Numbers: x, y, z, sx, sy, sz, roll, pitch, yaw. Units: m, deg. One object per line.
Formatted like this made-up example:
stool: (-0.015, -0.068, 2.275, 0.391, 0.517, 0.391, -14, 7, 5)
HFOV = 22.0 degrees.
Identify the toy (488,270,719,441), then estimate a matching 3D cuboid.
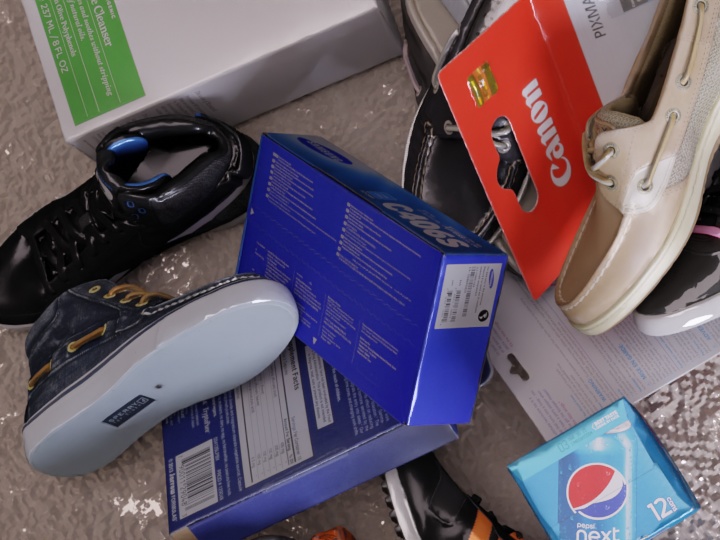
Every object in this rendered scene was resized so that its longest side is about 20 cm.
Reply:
toy: (0.167, 0.017, 1.030, 0.199, 0.047, 0.115, -32, 51, -3)

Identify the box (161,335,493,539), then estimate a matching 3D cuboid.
box: (-0.018, 0.074, 1.036, 0.199, 0.032, 0.121, -27, 36, 12)

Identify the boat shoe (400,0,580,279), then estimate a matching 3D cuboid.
boat shoe: (0.074, -0.081, 1.064, 0.067, 0.057, 0.201, -17, 73, -11)

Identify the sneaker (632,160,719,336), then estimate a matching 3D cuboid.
sneaker: (0.200, -0.057, 0.966, 0.200, 0.071, 0.099, -41, 116, -15)

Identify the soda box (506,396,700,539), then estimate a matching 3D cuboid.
soda box: (0.129, 0.112, 0.949, 0.068, 0.200, 0.064, -32, 79, 6)

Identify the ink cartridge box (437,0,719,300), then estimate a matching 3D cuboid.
ink cartridge box: (0.146, -0.097, 0.976, 0.200, 0.160, 0.047, -42, 38, -20)

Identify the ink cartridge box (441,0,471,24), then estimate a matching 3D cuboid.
ink cartridge box: (0.122, -0.185, 1.051, 0.162, 0.050, 0.200, -31, 72, -16)

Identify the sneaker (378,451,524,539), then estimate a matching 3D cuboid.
sneaker: (0.080, 0.167, 1.025, 0.090, 0.070, 0.201, -25, 81, 2)

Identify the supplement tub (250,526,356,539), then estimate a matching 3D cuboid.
supplement tub: (-0.081, 0.224, 1.019, 0.199, 0.123, 0.123, -25, 77, 8)

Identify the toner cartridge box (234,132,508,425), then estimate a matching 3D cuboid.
toner cartridge box: (0.000, 0.000, 0.999, 0.200, 0.043, 0.095, 37, 119, 52)

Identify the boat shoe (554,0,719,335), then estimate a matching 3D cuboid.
boat shoe: (0.142, -0.063, 0.938, 0.065, 0.072, 0.201, 21, 106, -20)

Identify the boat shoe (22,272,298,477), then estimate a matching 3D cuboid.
boat shoe: (-0.123, 0.034, 1.054, 0.200, 0.071, 0.091, -32, 52, 27)

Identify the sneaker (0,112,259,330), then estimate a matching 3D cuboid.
sneaker: (-0.154, -0.037, 1.082, 0.199, 0.112, 0.073, -28, 73, 6)

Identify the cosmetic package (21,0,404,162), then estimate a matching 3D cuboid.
cosmetic package: (-0.086, -0.149, 1.100, 0.199, 0.085, 0.108, -24, 74, 9)

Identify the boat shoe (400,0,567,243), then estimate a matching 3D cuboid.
boat shoe: (0.073, -0.097, 0.990, 0.074, 0.060, 0.201, 25, 92, 4)
